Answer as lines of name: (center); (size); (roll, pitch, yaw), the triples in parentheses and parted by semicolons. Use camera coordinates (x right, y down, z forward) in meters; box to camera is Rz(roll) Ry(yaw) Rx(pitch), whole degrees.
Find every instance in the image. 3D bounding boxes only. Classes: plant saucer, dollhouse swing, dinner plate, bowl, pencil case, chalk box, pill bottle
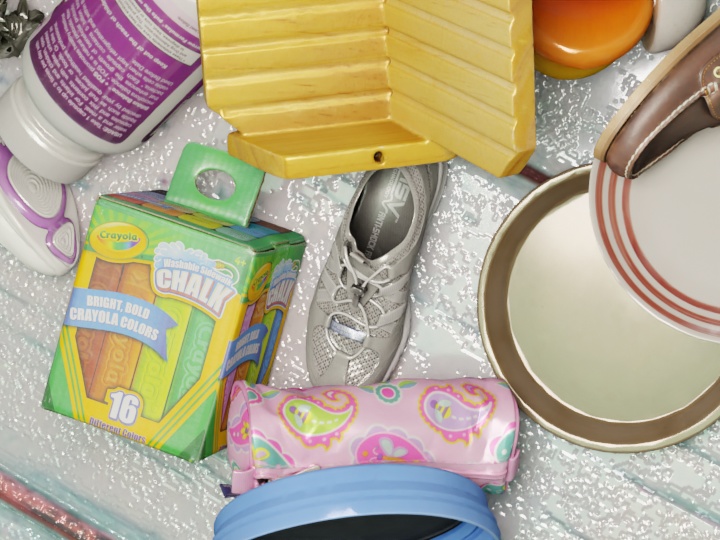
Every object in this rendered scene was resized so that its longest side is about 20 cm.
plant saucer: (0.179, 0.024, 1.389); (0.199, 0.029, 0.201); (1, 95, 16)
dollhouse swing: (-0.002, -0.149, 1.269); (0.181, 0.176, 0.201); (-7, 113, -10)
dinner plate: (0.249, -0.045, 1.338); (0.199, 0.024, 0.201); (-1, 71, 3)
bowl: (-0.005, 0.181, 1.374); (0.200, 0.201, 0.040); (-14, 63, 16)
pencil case: (0.007, 0.115, 1.378); (0.199, 0.087, 0.088); (-1, 95, -12)
chalk box: (-0.123, 0.014, 1.422); (0.124, 0.124, 0.201); (17, 99, 13)
pill bottle: (-0.166, -0.153, 1.419); (0.200, 0.112, 0.112); (-41, 83, 27)

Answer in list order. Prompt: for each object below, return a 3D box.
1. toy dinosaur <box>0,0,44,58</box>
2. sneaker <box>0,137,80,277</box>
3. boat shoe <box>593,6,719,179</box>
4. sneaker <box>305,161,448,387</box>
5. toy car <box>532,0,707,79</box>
toy dinosaur: (-0.293, -0.215, 1.440); (0.102, 0.136, 0.200); (31, 60, 26)
sneaker: (-0.286, -0.063, 1.500); (0.200, 0.075, 0.100); (46, 123, 8)
boat shoe: (0.238, -0.130, 1.315); (0.070, 0.070, 0.200); (43, 85, 13)
sneaker: (0.000, 0.000, 1.408); (0.074, 0.082, 0.201); (16, 99, 14)
toy car: (0.138, -0.224, 1.303); (0.174, 0.150, 0.201); (-3, 94, -1)
